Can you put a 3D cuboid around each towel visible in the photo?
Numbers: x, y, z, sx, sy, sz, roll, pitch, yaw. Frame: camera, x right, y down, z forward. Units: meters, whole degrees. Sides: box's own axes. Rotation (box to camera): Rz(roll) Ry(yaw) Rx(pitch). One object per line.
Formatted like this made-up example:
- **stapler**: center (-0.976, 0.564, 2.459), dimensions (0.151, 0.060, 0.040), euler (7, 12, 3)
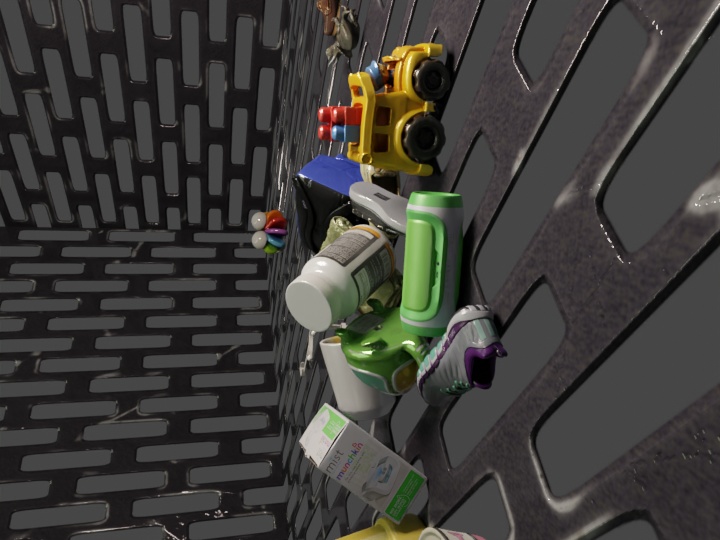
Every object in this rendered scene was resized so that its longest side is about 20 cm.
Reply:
- **towel**: center (0.000, 0.000, 1.159), dimensions (0.200, 0.036, 0.149), euler (44, 141, 13)

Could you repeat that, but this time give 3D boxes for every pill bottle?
- **pill bottle**: center (-0.031, 0.012, 1.008), dimensions (0.200, 0.116, 0.117), euler (-41, -28, -45)

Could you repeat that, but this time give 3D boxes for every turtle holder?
- **turtle holder**: center (0.060, 0.132, 0.973), dimensions (0.141, 0.184, 0.133), euler (-56, -48, -54)

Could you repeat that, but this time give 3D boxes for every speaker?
- **speaker**: center (0.103, -0.010, 0.860), dimensions (0.088, 0.087, 0.203), euler (-142, 53, -71)

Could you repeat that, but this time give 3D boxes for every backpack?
- **backpack**: center (-0.038, -0.125, 1.245), dimensions (0.162, 0.168, 0.201), euler (29, 136, 22)

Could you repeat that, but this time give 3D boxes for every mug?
- **mug**: center (0.018, 0.201, 1.160), dimensions (0.148, 0.186, 0.155), euler (-9, 90, 42)

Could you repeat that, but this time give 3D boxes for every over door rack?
- **over door rack**: center (-0.053, 0.194, 1.342), dimensions (0.201, 0.146, 0.067), euler (107, 163, -47)

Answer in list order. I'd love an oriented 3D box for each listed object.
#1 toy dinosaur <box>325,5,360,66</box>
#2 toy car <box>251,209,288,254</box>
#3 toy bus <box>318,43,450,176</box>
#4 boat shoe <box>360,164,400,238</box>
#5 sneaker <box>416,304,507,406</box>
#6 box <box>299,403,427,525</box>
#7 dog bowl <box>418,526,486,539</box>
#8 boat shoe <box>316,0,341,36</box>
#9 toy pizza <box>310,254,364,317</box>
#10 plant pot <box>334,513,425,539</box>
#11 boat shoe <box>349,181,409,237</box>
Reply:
- **toy dinosaur**: center (-0.028, -0.572, 1.424), dimensions (0.200, 0.076, 0.104), euler (-175, 74, -70)
- **toy car**: center (-0.393, -0.178, 2.680), dimensions (0.149, 0.174, 0.203), euler (-13, 74, 37)
- **toy bus**: center (0.031, -0.258, 0.934), dimensions (0.136, 0.190, 0.202), euler (-132, 45, -70)
- **boat shoe**: center (0.047, -0.160, 1.119), dimensions (0.063, 0.073, 0.202), euler (-168, 68, -69)
- **sneaker**: center (0.131, 0.140, 0.784), dimensions (0.201, 0.074, 0.088), euler (105, 154, -43)
- **box**: center (-0.004, 0.339, 1.058), dimensions (0.097, 0.176, 0.200), euler (-53, 9, -12)
- **dog bowl**: center (0.135, 0.436, 0.762), dimensions (0.200, 0.073, 0.203), euler (-179, 90, -75)
- **boat shoe**: center (-0.086, -0.742, 1.617), dimensions (0.201, 0.069, 0.071), euler (104, 159, -46)
- **toy pizza**: center (-0.036, 0.034, 1.307), dimensions (0.201, 0.032, 0.200), euler (49, -179, -1)
- **plant pot**: center (0.015, 0.527, 0.998), dimensions (0.201, 0.187, 0.203), euler (-179, 90, -75)
- **boat shoe**: center (0.049, -0.097, 1.036), dimensions (0.200, 0.068, 0.057), euler (39, 140, 44)
